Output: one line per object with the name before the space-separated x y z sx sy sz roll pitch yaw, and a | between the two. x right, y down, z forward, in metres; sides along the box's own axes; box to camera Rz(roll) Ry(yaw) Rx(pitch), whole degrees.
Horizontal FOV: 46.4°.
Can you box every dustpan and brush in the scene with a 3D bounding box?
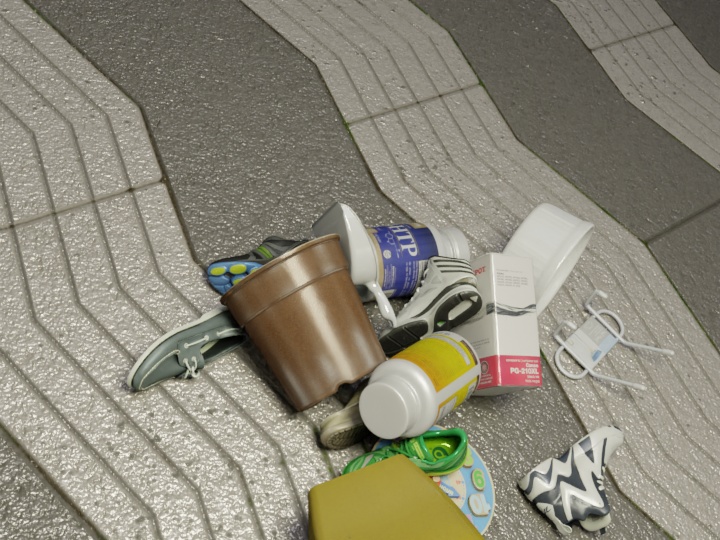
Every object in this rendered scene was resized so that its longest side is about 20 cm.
dustpan and brush | 0.000 0.000 1.291 0.057 0.139 0.202 -17 82 -25

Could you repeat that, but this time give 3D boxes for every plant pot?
plant pot | 0.028 0.352 1.041 0.198 0.201 0.177 -16 50 -17
plant pot | -0.072 0.083 1.215 0.199 0.200 0.200 -25 83 -35

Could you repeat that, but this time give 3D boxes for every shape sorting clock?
shape sorting clock | 0.104 0.308 1.216 0.198 0.039 0.202 11 51 -14

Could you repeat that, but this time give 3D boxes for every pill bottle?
pill bottle | 0.077 -0.018 1.404 0.198 0.120 0.121 -8 57 -27
pill bottle | 0.082 0.162 1.175 0.109 0.110 0.199 46 32 16

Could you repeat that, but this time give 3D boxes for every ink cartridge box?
ink cartridge box | 0.205 0.088 1.313 0.083 0.145 0.203 5 75 -23

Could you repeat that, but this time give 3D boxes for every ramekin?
ramekin | 0.310 -0.019 1.454 0.097 0.202 0.200 35 49 17

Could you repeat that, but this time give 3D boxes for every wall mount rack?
wall mount rack | 0.437 0.131 1.465 0.174 0.075 0.199 45 52 14

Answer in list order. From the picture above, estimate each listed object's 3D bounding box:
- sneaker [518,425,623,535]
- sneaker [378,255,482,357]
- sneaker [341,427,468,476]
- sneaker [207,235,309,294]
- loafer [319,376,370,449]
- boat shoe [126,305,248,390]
sneaker | 0.351 0.328 1.275 0.198 0.080 0.130 -19 64 -32
sneaker | 0.106 0.053 1.329 0.075 0.200 0.116 35 34 -31
sneaker | 0.062 0.259 1.167 0.198 0.084 0.074 -16 53 -22
sneaker | -0.153 -0.008 1.349 0.198 0.072 0.083 -13 36 -26
loafer | 0.009 0.201 1.243 0.199 0.076 0.068 -17 60 -42
boat shoe | -0.243 0.119 1.201 0.062 0.073 0.199 40 45 16
